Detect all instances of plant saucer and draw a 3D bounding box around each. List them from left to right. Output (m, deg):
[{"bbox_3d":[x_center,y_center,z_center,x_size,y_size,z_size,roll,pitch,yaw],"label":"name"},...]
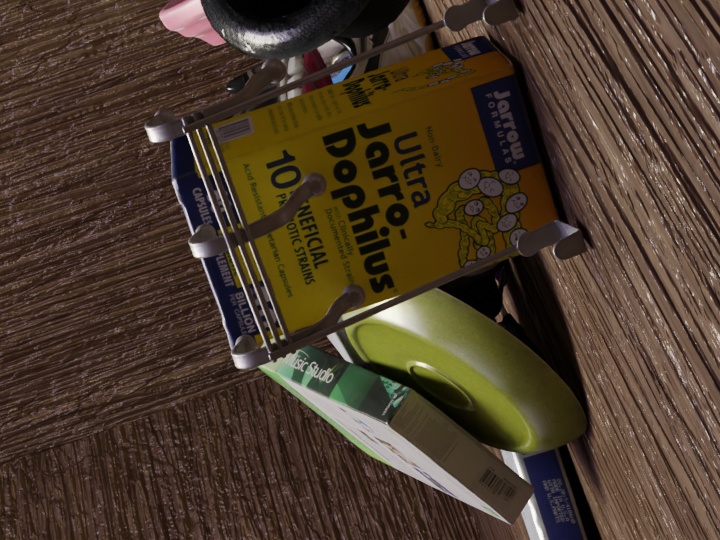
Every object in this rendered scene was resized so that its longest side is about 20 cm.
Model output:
[{"bbox_3d":[-0.072,-0.247,1.653,0.051,0.200,0.201,56,-178,-12],"label":"plant saucer"},{"bbox_3d":[0.063,0.070,1.377,0.200,0.031,0.200,31,163,11],"label":"plant saucer"}]

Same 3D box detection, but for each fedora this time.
[{"bbox_3d":[-0.017,-0.220,1.269,0.092,0.201,0.201,22,-141,-47],"label":"fedora"}]

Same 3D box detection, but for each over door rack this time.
[{"bbox_3d":[0.004,-0.048,1.057,0.067,0.200,0.148,-111,2,-72],"label":"over door rack"}]

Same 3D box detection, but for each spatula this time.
[{"bbox_3d":[0.113,0.026,1.517,0.057,0.021,0.200,75,176,-46],"label":"spatula"}]

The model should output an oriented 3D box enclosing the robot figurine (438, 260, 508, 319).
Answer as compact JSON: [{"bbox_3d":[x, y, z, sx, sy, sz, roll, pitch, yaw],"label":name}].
[{"bbox_3d":[0.034,-0.047,1.450,0.150,0.125,0.200,-162,53,-76],"label":"robot figurine"}]

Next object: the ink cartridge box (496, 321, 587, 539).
[{"bbox_3d":[0.145,0.161,1.659,0.200,0.043,0.197,68,-176,-71],"label":"ink cartridge box"}]

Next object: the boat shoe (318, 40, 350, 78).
[{"bbox_3d":[-0.032,-0.190,1.668,0.200,0.071,0.069,-151,70,-76],"label":"boat shoe"}]

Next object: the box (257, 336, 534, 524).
[{"bbox_3d":[0.021,0.114,1.477,0.144,0.036,0.200,41,167,-32],"label":"box"}]

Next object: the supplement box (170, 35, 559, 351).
[{"bbox_3d":[0.001,-0.047,1.149,0.110,0.200,0.109,-111,2,-73],"label":"supplement box"}]

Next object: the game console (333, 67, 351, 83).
[{"bbox_3d":[-0.008,-0.168,1.716,0.172,0.119,0.200,72,178,-45],"label":"game console"}]

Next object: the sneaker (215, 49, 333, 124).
[{"bbox_3d":[-0.070,-0.075,1.490,0.074,0.087,0.200,43,-137,-52],"label":"sneaker"}]

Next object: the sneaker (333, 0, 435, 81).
[{"bbox_3d":[-0.006,-0.222,1.533,0.076,0.088,0.200,68,-175,-79],"label":"sneaker"}]

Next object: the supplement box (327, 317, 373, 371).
[{"bbox_3d":[0.000,0.000,1.586,0.200,0.101,0.103,50,172,27],"label":"supplement box"}]
